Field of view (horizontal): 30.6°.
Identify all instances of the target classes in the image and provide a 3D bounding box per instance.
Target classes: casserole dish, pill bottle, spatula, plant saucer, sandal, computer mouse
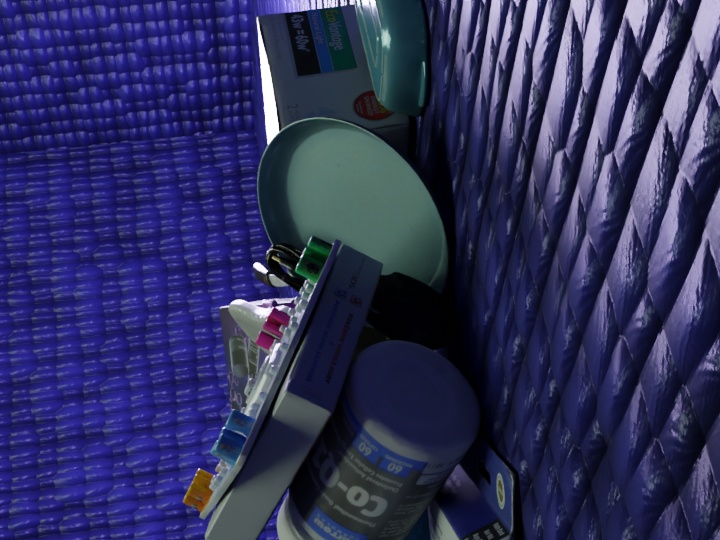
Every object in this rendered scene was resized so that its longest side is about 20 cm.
[{"bbox_3d":[0.024,-0.225,1.162,0.121,0.039,0.201,93,169,-52],"label":"casserole dish"},{"bbox_3d":[0.008,0.162,1.075,0.114,0.113,0.200,-103,31,-43],"label":"pill bottle"},{"bbox_3d":[-0.079,0.008,1.296,0.057,0.020,0.200,68,163,-12],"label":"spatula"},{"bbox_3d":[-0.003,-0.043,1.131,0.027,0.199,0.201,-39,-42,-43],"label":"plant saucer"},{"bbox_3d":[-0.074,0.056,1.320,0.083,0.050,0.202,54,163,-17],"label":"sandal"},{"bbox_3d":[-0.006,0.022,1.135,0.034,0.199,0.059,-40,-43,-42],"label":"computer mouse"}]

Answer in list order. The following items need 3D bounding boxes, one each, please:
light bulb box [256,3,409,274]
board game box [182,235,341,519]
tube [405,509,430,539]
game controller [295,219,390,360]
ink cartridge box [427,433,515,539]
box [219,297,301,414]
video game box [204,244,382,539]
[{"bbox_3d":[-0.027,-0.125,1.313,0.201,0.124,0.199,88,172,-46],"label":"light bulb box"},{"bbox_3d":[-0.084,0.089,1.075,0.200,0.026,0.201,123,171,-64],"label":"board game box"},{"bbox_3d":[0.045,0.167,1.269,0.077,0.050,0.201,155,115,-63],"label":"tube"},{"bbox_3d":[0.000,0.000,1.212,0.042,0.104,0.201,-41,-58,-61],"label":"game controller"},{"bbox_3d":[0.087,0.232,1.035,0.200,0.040,0.201,-139,44,-81],"label":"ink cartridge box"},{"bbox_3d":[-0.071,0.101,1.439,0.200,0.078,0.142,-7,92,57],"label":"box"},{"bbox_3d":[-0.054,0.107,1.076,0.183,0.047,0.200,-73,10,-49],"label":"video game box"}]
